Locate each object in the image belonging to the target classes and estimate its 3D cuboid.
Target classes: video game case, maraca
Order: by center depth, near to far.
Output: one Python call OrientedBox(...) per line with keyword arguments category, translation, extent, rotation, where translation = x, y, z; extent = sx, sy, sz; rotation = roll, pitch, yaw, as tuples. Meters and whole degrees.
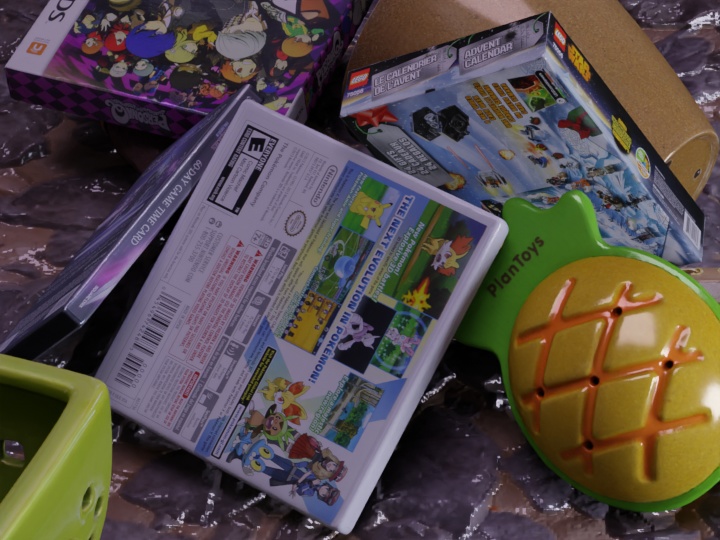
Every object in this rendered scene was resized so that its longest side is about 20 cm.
OrientedBox(category="maraca", translation=(0.135, 0.046, 1.489), extent=(0.200, 0.137, 0.107), rotation=(47, 15, 18))
OrientedBox(category="video game case", translation=(-0.038, 0.024, 1.519), extent=(0.182, 0.022, 0.200), rotation=(26, 85, 23))
OrientedBox(category="video game case", translation=(-0.146, -0.020, 1.597), extent=(0.019, 0.143, 0.200), rotation=(44, 58, -9))
OrientedBox(category="video game case", translation=(-0.110, -0.163, 1.762), extent=(0.200, 0.036, 0.181), rotation=(15, 51, 17))

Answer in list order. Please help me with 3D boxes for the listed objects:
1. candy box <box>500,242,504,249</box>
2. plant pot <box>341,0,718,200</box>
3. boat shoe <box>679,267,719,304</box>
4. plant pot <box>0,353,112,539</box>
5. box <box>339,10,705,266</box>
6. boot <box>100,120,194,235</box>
OrientedBox(category="candy box", translation=(0.000, 0.000, 1.594), extent=(0.200, 0.102, 0.026), rotation=(4, 59, 11))
OrientedBox(category="plant pot", translation=(0.123, -0.106, 1.674), extent=(0.200, 0.187, 0.186), rotation=(37, 53, 24))
OrientedBox(category="boat shoe", translation=(0.182, 0.035, 1.565), extent=(0.200, 0.074, 0.066), rotation=(1, 20, 9))
OrientedBox(category="plant pot", translation=(-0.245, 0.163, 1.345), extent=(0.200, 0.182, 0.199), rotation=(12, 41, 20))
OrientedBox(category="box", translation=(0.098, -0.060, 1.547), extent=(0.137, 0.200, 0.040), rotation=(-14, 47, 29))
OrientedBox(category="boot", translation=(-0.071, -0.103, 1.781), extent=(0.200, 0.072, 0.166), rotation=(-16, 51, -16))
